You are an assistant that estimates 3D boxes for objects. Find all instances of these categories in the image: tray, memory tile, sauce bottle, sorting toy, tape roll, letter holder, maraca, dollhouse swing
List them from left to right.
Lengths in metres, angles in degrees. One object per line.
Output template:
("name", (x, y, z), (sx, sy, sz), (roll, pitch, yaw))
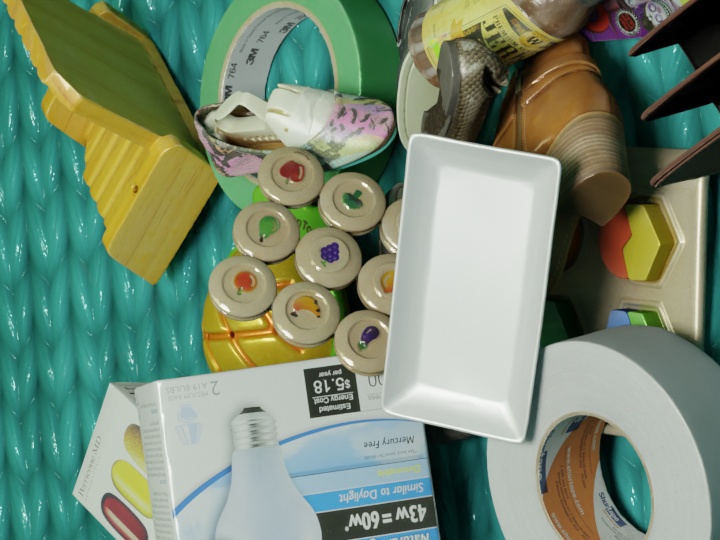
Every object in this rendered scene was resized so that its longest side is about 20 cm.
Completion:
("dollhouse swing", (-0.241, -0.121, 1.951), (0.182, 0.175, 0.200), (-57, 44, 29))
("maraca", (-0.061, 0.024, 1.810), (0.137, 0.107, 0.201), (31, 116, 30))
("tape roll", (-0.050, -0.139, 1.855), (0.200, 0.048, 0.201), (-4, 85, 47))
("memory tile", (0.000, 0.000, 1.679), (0.017, 0.199, 0.154), (107, -174, -62))
("tray", (0.075, 0.011, 1.551), (0.107, 0.022, 0.201), (11, 107, 17))
("sauce bottle", (0.116, -0.183, 1.598), (0.200, 0.065, 0.065), (-24, 71, 49))
("sorting toy", (0.165, 0.012, 1.620), (0.185, 0.036, 0.201), (6, 93, 48))
("tape roll", (0.178, 0.140, 1.552), (0.200, 0.066, 0.201), (15, 110, 46))
("letter holder", (0.257, -0.146, 1.433), (0.200, 0.142, 0.101), (-37, 77, 41))

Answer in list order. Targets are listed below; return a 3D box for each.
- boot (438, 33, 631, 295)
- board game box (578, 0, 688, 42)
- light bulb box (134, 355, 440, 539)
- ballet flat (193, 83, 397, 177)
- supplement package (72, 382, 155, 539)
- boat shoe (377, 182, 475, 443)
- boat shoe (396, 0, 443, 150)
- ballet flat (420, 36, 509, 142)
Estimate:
("boot", (0.108, -0.062, 1.619), (0.200, 0.074, 0.155), (-39, 39, 27))
("board game box", (0.166, -0.251, 1.562), (0.120, 0.032, 0.201), (4, 124, 51))
("light bulb box", (-0.052, 0.169, 1.699), (0.125, 0.197, 0.201), (156, 105, -78))
("ballet flat", (-0.061, -0.111, 1.771), (0.200, 0.071, 0.069), (-3, 52, 49))
("supplement package", (-0.127, 0.186, 1.878), (0.200, 0.109, 0.114), (37, 114, 42))
("boat shoe", (0.045, 0.034, 1.729), (0.057, 0.067, 0.201), (-32, 69, 37))
("boat shoe", (0.063, -0.185, 1.722), (0.066, 0.074, 0.200), (-121, 35, -67))
("ballet flat", (0.072, -0.106, 1.637), (0.200, 0.046, 0.068), (101, 161, -64))
